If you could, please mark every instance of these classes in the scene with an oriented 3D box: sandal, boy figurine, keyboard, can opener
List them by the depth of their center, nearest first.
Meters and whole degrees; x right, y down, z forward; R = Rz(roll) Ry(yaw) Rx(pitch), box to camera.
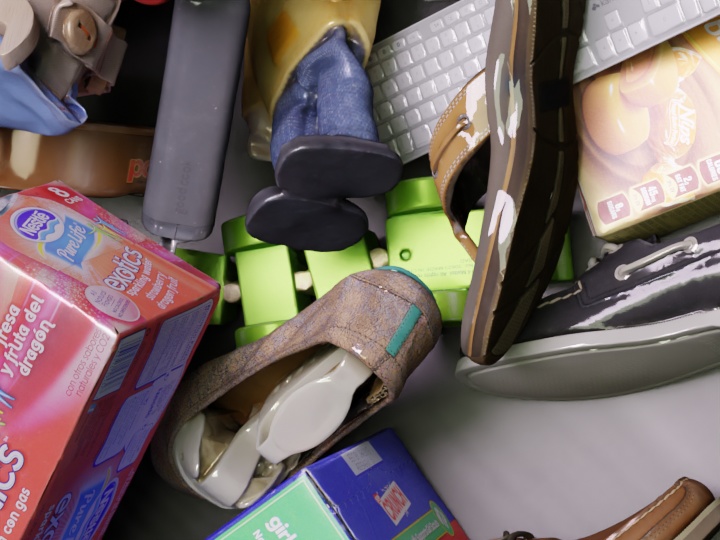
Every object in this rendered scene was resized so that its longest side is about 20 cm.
[{"bbox_3d":[0.057,-0.061,1.085,0.055,0.082,0.200,6,98,23],"label":"sandal"},{"bbox_3d":[-0.095,-0.039,1.124,0.067,0.053,0.200,9,114,-6],"label":"can opener"},{"bbox_3d":[0.070,-0.101,1.126,0.200,0.011,0.056,-24,77,35],"label":"keyboard"},{"bbox_3d":[-0.025,-0.110,1.147,0.124,0.064,0.200,125,144,-46],"label":"boy figurine"}]

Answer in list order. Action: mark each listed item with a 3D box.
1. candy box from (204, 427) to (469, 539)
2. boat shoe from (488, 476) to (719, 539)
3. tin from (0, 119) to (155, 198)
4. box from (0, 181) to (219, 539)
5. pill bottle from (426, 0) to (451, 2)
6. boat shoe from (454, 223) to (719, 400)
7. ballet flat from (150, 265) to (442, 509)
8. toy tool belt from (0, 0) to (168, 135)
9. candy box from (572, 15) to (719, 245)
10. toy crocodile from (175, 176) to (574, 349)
[{"bbox_3d":[-0.060,0.161,1.118,0.200,0.169,0.077,-39,83,12],"label":"candy box"},{"bbox_3d":[0.071,0.148,1.128,0.200,0.072,0.068,-41,76,11],"label":"boat shoe"},{"bbox_3d":[-0.187,-0.060,1.211,0.200,0.112,0.042,7,97,19],"label":"tin"},{"bbox_3d":[-0.155,0.074,1.092,0.095,0.103,0.200,33,112,14],"label":"box"},{"bbox_3d":[0.025,-0.230,1.151,0.113,0.113,0.200,-28,78,14],"label":"pill bottle"},{"bbox_3d":[0.134,0.012,1.118,0.200,0.074,0.060,-14,68,27],"label":"boat shoe"},{"bbox_3d":[-0.042,0.066,1.130,0.068,0.067,0.200,35,134,-13],"label":"ballet flat"},{"bbox_3d":[-0.153,-0.097,1.061,0.200,0.125,0.123,0,51,43],"label":"toy tool belt"},{"bbox_3d":[0.181,-0.099,1.120,0.200,0.055,0.115,-22,78,16],"label":"candy box"},{"bbox_3d":[0.000,0.000,1.175,0.200,0.062,0.068,-11,83,13],"label":"toy crocodile"}]
